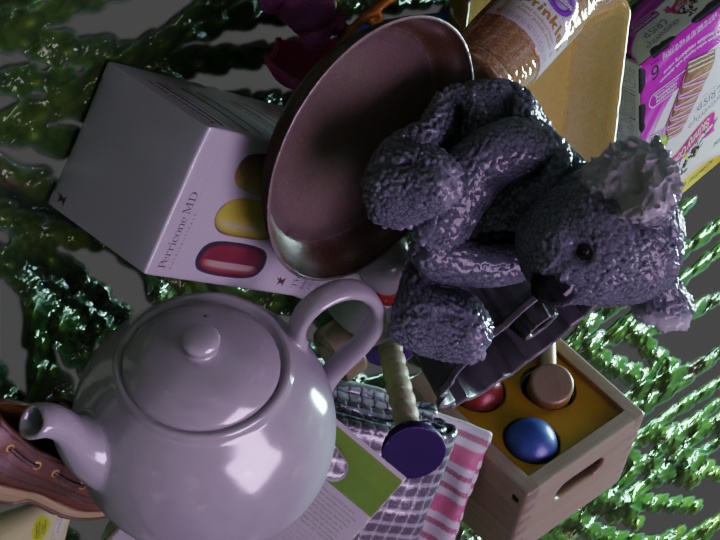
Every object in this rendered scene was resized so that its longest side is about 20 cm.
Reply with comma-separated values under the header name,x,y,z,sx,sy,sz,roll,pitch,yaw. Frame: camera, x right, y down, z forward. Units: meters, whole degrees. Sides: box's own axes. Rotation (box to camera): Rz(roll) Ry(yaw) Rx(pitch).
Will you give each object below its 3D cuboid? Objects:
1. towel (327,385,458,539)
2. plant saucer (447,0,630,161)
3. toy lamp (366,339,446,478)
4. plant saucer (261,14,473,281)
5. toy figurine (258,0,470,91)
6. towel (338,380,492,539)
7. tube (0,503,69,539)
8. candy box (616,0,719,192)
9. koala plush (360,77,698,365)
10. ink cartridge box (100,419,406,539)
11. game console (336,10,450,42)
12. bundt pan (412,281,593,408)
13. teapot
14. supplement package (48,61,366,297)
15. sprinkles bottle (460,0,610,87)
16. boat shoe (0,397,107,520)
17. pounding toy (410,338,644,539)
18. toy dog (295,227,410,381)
name,x,y,z,sx,sy,sz,roll,pitch,yaw
towel,-0.033,0.180,1.620,0.199,0.086,0.166,9,112,-28
plant saucer,0.128,-0.152,1.560,0.200,0.048,0.201,21,72,-43
toy lamp,0.031,0.087,1.596,0.058,0.200,0.058,-4,125,-6
plant saucer,0.000,-0.087,1.345,0.200,0.032,0.201,-35,143,-32
toy figurine,0.000,-0.205,1.386,0.184,0.150,0.200,-47,124,3
towel,0.018,0.203,1.715,0.030,0.146,0.201,-71,180,-69
tube,-0.283,0.210,1.425,0.058,0.052,0.200,-28,170,37
candy box,0.280,-0.157,1.812,0.136,0.061,0.201,-39,143,-26
koala plush,0.133,-0.035,1.327,0.184,0.199,0.178,-51,141,-36
ink cartridge box,-0.081,0.179,1.514,0.200,0.148,0.076,-48,-172,9
game console,0.029,-0.113,1.574,0.199,0.118,0.172,-15,97,-46
bundt pan,0.117,0.015,1.510,0.201,0.076,0.202,-35,165,-11
teapot,-0.103,0.085,1.335,0.146,0.196,0.201,96,12,-51
supplement package,-0.098,-0.059,1.376,0.200,0.109,0.114,8,110,-53
sprinkles bottle,0.132,-0.191,1.485,0.200,0.068,0.068,-48,147,-36
boat shoe,-0.213,0.131,1.409,0.068,0.072,0.200,-44,148,20
pounding toy,0.151,0.116,1.791,0.200,0.184,0.143,-29,148,-33
toy dog,0.000,0.000,1.522,0.132,0.096,0.200,-32,162,-36
